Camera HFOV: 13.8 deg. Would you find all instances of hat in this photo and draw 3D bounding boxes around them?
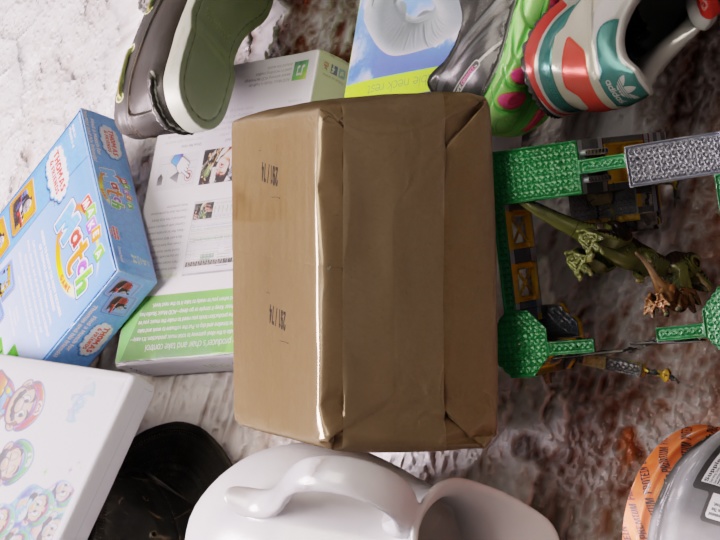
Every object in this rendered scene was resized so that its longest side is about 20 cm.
[{"bbox_3d":[-0.151,0.179,1.824,0.200,0.081,0.201,-20,59,38],"label":"hat"}]

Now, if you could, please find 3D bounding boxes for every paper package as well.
[{"bbox_3d":[0.000,0.000,1.642,0.200,0.103,0.191,179,90,-75],"label":"paper package"}]

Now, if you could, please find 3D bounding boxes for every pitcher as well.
[{"bbox_3d":[-0.017,0.144,1.636,0.200,0.172,0.122,-3,57,44],"label":"pitcher"}]

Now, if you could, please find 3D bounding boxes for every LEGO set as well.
[{"bbox_3d":[0.164,-0.016,1.593,0.200,0.116,0.154,-17,85,35],"label":"LEGO set"}]

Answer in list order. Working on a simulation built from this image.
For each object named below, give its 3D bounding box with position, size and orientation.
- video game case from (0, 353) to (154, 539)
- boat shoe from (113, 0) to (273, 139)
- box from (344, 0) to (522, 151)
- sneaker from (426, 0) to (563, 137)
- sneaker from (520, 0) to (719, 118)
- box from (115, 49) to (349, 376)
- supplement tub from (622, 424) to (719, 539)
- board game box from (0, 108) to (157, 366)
[{"bbox_3d":[-0.225,0.148,1.843,0.182,0.024,0.200,5,66,51],"label":"video game case"},{"bbox_3d":[-0.106,-0.161,1.897,0.060,0.072,0.201,-14,38,29],"label":"boat shoe"},{"bbox_3d":[0.048,-0.125,1.782,0.122,0.048,0.201,-8,66,44],"label":"box"},{"bbox_3d":[0.092,-0.175,1.677,0.084,0.077,0.200,18,78,32],"label":"sneaker"},{"bbox_3d":[0.172,-0.163,1.624,0.093,0.070,0.200,5,54,50],"label":"sneaker"},{"bbox_3d":[-0.081,-0.034,1.883,0.144,0.036,0.201,-5,68,45],"label":"box"},{"bbox_3d":[0.228,0.139,1.423,0.200,0.122,0.123,13,82,48],"label":"supplement tub"},{"bbox_3d":[-0.212,0.015,1.967,0.200,0.037,0.152,-49,39,31],"label":"board game box"}]
